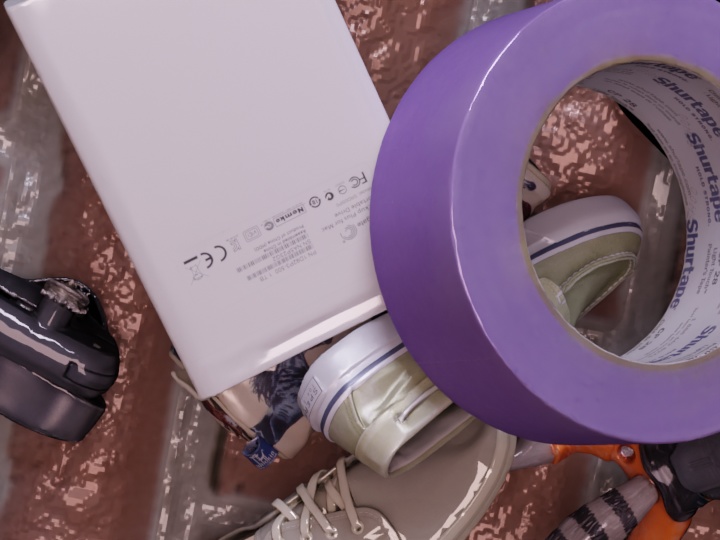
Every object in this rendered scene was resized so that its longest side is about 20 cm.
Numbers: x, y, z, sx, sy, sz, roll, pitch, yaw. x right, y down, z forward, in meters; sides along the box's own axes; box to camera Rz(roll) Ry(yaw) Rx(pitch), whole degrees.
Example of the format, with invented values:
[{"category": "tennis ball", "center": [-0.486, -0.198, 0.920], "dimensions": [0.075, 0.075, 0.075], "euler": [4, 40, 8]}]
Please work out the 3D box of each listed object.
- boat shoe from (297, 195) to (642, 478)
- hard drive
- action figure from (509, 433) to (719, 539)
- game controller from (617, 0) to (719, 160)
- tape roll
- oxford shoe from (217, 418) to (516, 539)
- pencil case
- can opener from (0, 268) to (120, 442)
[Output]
[{"category": "boat shoe", "center": [0.062, 0.034, 1.365], "dimensions": [0.200, 0.072, 0.062], "euler": [-32, 65, -25]}, {"category": "hard drive", "center": [-0.056, -0.058, 1.306], "dimensions": [0.131, 0.026, 0.201], "euler": [-26, 109, -2]}, {"category": "action figure", "center": [0.170, 0.116, 1.391], "dimensions": [0.193, 0.105, 0.201], "euler": [-29, 91, 14]}, {"category": "game controller", "center": [0.211, -0.055, 1.383], "dimensions": [0.200, 0.042, 0.104], "euler": [45, 132, 1]}, {"category": "tape roll", "center": [0.110, -0.023, 1.303], "dimensions": [0.199, 0.085, 0.201], "euler": [2, 86, -25]}, {"category": "oxford shoe", "center": [-0.011, 0.123, 1.391], "dimensions": [0.200, 0.075, 0.058], "euler": [-36, 125, 18]}, {"category": "pencil case", "center": [0.000, 0.000, 1.387], "dimensions": [0.200, 0.089, 0.078], "euler": [-46, 80, 4]}, {"category": "can opener", "center": [-0.202, 0.007, 1.405], "dimensions": [0.199, 0.063, 0.079], "euler": [33, 96, -3]}]
